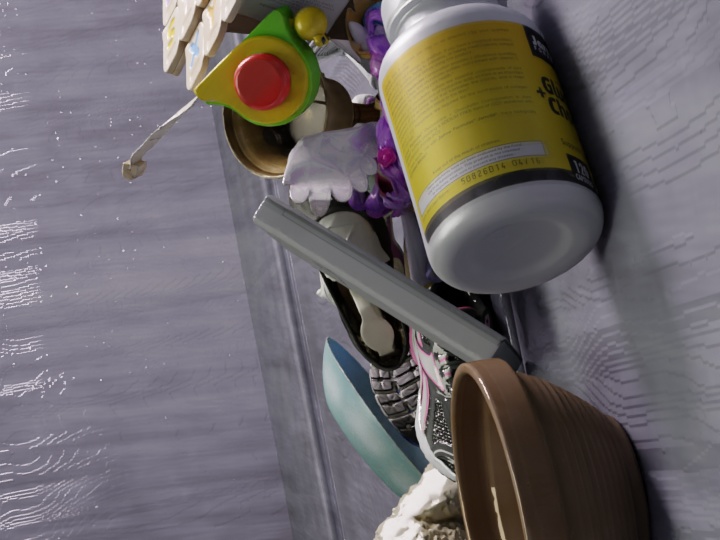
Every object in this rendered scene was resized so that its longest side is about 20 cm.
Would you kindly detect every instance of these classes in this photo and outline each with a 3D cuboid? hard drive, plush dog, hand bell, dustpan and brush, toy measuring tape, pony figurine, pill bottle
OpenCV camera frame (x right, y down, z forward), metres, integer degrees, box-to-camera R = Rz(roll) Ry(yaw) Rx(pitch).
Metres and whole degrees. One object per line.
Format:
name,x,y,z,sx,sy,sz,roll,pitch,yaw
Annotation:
hard drive,0.022,0.016,1.579,0.026,0.200,0.132,-58,-13,-3
plush dog,0.078,0.265,1.744,0.172,0.160,0.200,52,-166,-40
hand bell,-0.007,-0.122,1.721,0.104,0.200,0.105,0,90,37
dustpan and brush,-0.022,-0.210,1.969,0.139,0.057,0.200,39,-158,8
toy measuring tape,-0.091,-0.117,1.607,0.074,0.200,0.074,40,-159,-19
pony figurine,0.033,-0.089,1.596,0.193,0.166,0.200,-97,-12,-53
pill bottle,0.074,-0.094,1.355,0.112,0.112,0.201,94,164,-59

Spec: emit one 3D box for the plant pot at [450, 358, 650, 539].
plant pot,0.126,0.149,1.375,0.201,0.092,0.202,169,90,-82

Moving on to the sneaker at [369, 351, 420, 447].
sneaker,0.046,0.084,1.943,0.200,0.078,0.089,-105,-5,-45

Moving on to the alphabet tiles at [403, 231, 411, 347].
alphabet tiles,0.043,-0.031,1.833,0.200,0.006,0.167,-87,-6,-57

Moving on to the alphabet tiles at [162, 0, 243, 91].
alphabet tiles,-0.114,-0.243,1.641,0.200,0.015,0.196,124,151,-48

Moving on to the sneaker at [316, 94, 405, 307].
sneaker,-0.012,-0.057,1.911,0.099,0.075,0.201,12,107,40

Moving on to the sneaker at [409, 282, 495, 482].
sneaker,0.075,0.073,1.670,0.087,0.080,0.200,90,166,-45

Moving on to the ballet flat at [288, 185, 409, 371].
ballet flat,0.000,0.000,1.747,0.068,0.068,0.200,-106,-7,-57

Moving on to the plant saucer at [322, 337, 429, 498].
plant saucer,0.019,0.149,1.939,0.201,0.039,0.201,51,-177,-4

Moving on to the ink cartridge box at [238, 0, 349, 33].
ink cartridge box,-0.041,-0.286,1.634,0.176,0.084,0.201,130,151,-55

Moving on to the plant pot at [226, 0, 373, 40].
plant pot,-0.055,-0.267,1.797,0.200,0.174,0.201,169,90,-81

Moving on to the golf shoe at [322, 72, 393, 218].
golf shoe,-0.022,-0.120,1.797,0.075,0.091,0.200,-92,-14,-57
